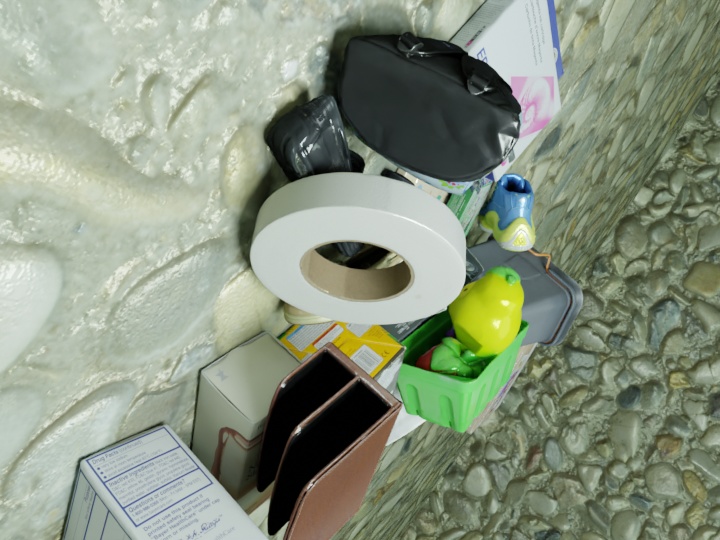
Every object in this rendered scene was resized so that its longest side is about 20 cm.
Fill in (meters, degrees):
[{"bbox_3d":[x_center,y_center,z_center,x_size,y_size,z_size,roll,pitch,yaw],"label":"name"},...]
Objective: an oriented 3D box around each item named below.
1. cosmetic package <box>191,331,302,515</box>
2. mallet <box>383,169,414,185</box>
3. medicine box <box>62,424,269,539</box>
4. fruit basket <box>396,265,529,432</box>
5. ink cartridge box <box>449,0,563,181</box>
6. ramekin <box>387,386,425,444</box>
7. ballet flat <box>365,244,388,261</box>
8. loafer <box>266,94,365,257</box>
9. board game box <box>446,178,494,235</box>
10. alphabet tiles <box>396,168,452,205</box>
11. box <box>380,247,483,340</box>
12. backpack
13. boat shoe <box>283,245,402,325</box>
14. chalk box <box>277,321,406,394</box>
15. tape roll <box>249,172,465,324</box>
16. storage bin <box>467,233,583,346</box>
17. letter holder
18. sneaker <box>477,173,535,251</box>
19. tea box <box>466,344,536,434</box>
[{"bbox_3d":[-0.127,0.184,0.715,0.103,0.087,0.203,-30,147,-42],"label":"cosmetic package"},{"bbox_3d":[0.021,-0.060,0.650,0.067,0.041,0.200,-63,178,18],"label":"mallet"},{"bbox_3d":[-0.189,0.291,0.598,0.102,0.199,0.185,-14,135,-53],"label":"medicine box"},{"bbox_3d":[0.143,0.085,0.846,0.214,0.153,0.221,-22,117,-51],"label":"fruit basket"},{"bbox_3d":[0.193,-0.245,0.753,0.200,0.043,0.197,-48,141,-12],"label":"ink cartridge box"},{"bbox_3d":[0.060,0.194,0.999,0.198,0.099,0.201,-33,173,-5],"label":"ramekin"},{"bbox_3d":[0.046,0.003,0.835,0.063,0.067,0.199,-50,158,11],"label":"ballet flat"},{"bbox_3d":[-0.022,-0.079,0.585,0.070,0.068,0.201,-41,151,-9],"label":"loafer"},{"bbox_3d":[0.164,-0.113,0.923,0.203,0.029,0.134,-65,165,21],"label":"board game box"},{"bbox_3d":[0.099,-0.124,0.828,0.198,0.014,0.199,-59,157,10],"label":"alphabet tiles"},{"bbox_3d":[0.076,0.065,0.927,0.199,0.044,0.161,-35,169,-30],"label":"box"},{"bbox_3d":[0.077,-0.148,0.592,0.200,0.161,0.156,-52,167,-53],"label":"backpack"},{"bbox_3d":[0.000,0.000,0.706,0.197,0.073,0.064,-24,115,-15],"label":"boat shoe"},{"bbox_3d":[-0.035,0.156,0.813,0.124,0.123,0.202,-38,153,-34],"label":"chalk box"},{"bbox_3d":[-0.001,-0.011,0.572,0.204,0.198,0.038,82,12,-58],"label":"tape roll"},{"bbox_3d":[0.231,0.029,1.001,0.132,0.200,0.148,-12,134,-37],"label":"storage bin"},{"bbox_3d":[-0.058,0.201,0.630,0.141,0.100,0.203,-33,150,-41],"label":"letter holder"},{"bbox_3d":[0.235,-0.104,0.984,0.200,0.074,0.108,-104,-163,-71],"label":"sneaker"},{"bbox_3d":[0.192,0.140,1.134,0.133,0.196,0.203,-16,137,-54],"label":"tea box"}]
